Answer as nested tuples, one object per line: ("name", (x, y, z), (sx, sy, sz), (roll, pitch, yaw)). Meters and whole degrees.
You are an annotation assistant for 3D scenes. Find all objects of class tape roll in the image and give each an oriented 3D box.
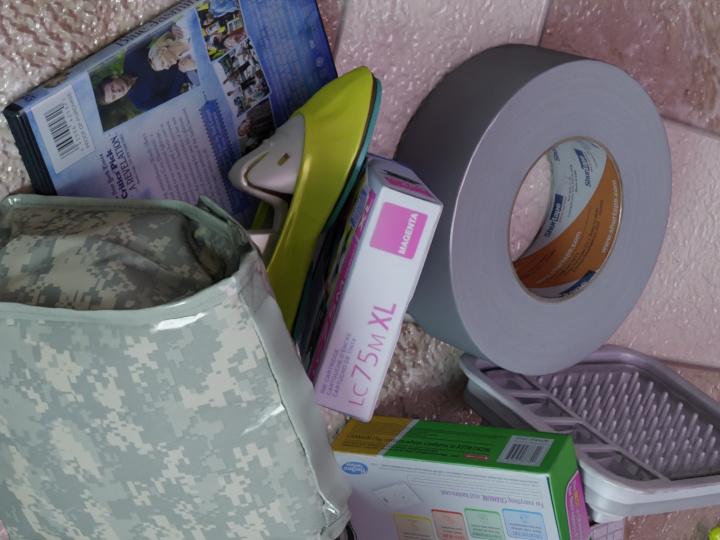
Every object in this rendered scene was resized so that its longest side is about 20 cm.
("tape roll", (0.109, -0.039, 1.173), (0.199, 0.066, 0.203), (-15, 115, -37))

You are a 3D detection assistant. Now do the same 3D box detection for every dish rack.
("dish rack", (0.170, 0.109, 1.209), (0.199, 0.171, 0.044), (-1, 118, -42))

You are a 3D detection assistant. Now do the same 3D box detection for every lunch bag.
("lunch bag", (-0.102, 0.054, 0.917), (0.118, 0.198, 0.165), (-51, 133, -44))

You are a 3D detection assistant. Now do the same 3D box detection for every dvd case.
("dvd case", (-0.091, -0.073, 1.018), (0.199, 0.017, 0.144), (-36, 126, -28))

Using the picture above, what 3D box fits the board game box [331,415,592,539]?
("board game box", (0.074, 0.189, 1.158), (0.040, 0.151, 0.202), (-50, 135, -47))

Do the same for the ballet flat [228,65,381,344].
("ballet flat", (-0.048, -0.025, 1.022), (0.066, 0.067, 0.202), (18, 94, -21))

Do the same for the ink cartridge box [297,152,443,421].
("ink cartridge box", (0.000, 0.000, 1.029), (0.042, 0.200, 0.121), (18, 98, -5))

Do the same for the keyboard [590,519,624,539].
("keyboard", (0.169, 0.280, 1.369), (0.056, 0.011, 0.202), (-10, 111, -39))

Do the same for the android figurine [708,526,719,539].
("android figurine", (0.304, 0.281, 1.467), (0.182, 0.041, 0.200), (-51, 131, -16))

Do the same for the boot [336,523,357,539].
("boot", (-0.017, 0.248, 1.157), (0.153, 0.073, 0.206), (13, 100, -46))
